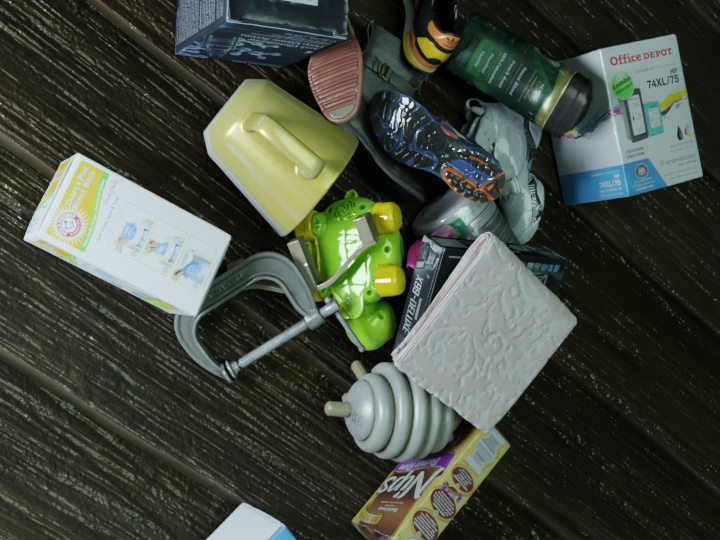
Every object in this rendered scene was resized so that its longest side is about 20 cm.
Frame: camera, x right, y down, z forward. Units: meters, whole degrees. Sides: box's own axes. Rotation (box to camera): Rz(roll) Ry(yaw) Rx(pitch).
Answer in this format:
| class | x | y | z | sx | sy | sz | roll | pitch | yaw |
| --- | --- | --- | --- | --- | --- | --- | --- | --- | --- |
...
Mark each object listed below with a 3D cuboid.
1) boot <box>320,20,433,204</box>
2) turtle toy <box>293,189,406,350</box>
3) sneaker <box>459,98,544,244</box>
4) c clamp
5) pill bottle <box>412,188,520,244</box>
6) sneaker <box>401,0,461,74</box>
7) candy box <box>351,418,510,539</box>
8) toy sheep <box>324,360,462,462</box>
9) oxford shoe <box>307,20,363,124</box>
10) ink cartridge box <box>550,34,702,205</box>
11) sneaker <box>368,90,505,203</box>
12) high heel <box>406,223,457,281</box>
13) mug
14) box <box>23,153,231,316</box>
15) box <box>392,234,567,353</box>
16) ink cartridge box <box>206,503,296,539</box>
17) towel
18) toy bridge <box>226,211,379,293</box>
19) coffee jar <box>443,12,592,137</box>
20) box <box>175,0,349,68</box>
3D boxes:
| class | x | y | z | sx | sy | sz | roll | pitch | yaw |
| --- | --- | --- | --- | --- | --- | --- | --- | --- | --- |
| boot | 0.047 | -0.205 | 1.437 | 0.200 | 0.069 | 0.175 | 42 | 71 | -20 |
| turtle toy | 0.000 | 0.000 | 1.382 | 0.101 | 0.144 | 0.204 | -7 | 93 | -66 |
| sneaker | 0.186 | -0.139 | 1.504 | 0.113 | 0.075 | 0.204 | 5 | 82 | -26 |
| c clamp | -0.117 | 0.070 | 1.328 | 0.198 | 0.027 | 0.173 | -26 | 108 | 6 |
| pill bottle | 0.164 | -0.009 | 1.466 | 0.113 | 0.113 | 0.201 | -41 | 105 | -21 |
| sneaker | 0.096 | -0.361 | 1.427 | 0.069 | 0.090 | 0.203 | 9 | 66 | -34 |
| candy box | 0.090 | 0.275 | 1.421 | 0.057 | 0.116 | 0.200 | 48 | 69 | -18 |
| toy sheep | 0.044 | 0.175 | 1.385 | 0.197 | 0.137 | 0.140 | 0 | 89 | -24 |
| oxford shoe | -0.025 | -0.257 | 1.360 | 0.070 | 0.074 | 0.203 | -13 | 62 | 11 |
| ink cartridge box | 0.363 | -0.210 | 1.551 | 0.145 | 0.146 | 0.203 | -15 | 95 | -26 |
| sneaker | 0.093 | -0.157 | 1.391 | 0.199 | 0.079 | 0.076 | 37 | 106 | -4 |
| high heel | 0.084 | 0.044 | 1.405 | 0.096 | 0.067 | 0.202 | -41 | 148 | -42 |
| mug | -0.096 | -0.154 | 1.310 | 0.153 | 0.186 | 0.150 | 40 | 54 | -11 |
| box | -0.266 | -0.038 | 1.250 | 0.198 | 0.112 | 0.103 | 29 | 78 | -23 |
| box | 0.147 | 0.045 | 1.359 | 0.197 | 0.050 | 0.160 | 5 | 109 | -33 |
| ink cartridge box | -0.106 | 0.409 | 1.295 | 0.147 | 0.146 | 0.201 | -43 | 107 | -20 |
| towel | 0.151 | 0.080 | 1.326 | 0.192 | 0.032 | 0.200 | -51 | 127 | -1 |
| toy bridge | -0.068 | -0.007 | 1.333 | 0.197 | 0.027 | 0.068 | -19 | 101 | 18 |
| coffee jar | 0.213 | -0.257 | 1.458 | 0.198 | 0.104 | 0.086 | 33 | 109 | 8 |
| box | -0.118 | -0.312 | 1.281 | 0.146 | 0.199 | 0.109 | 2 | 89 | -26 |
